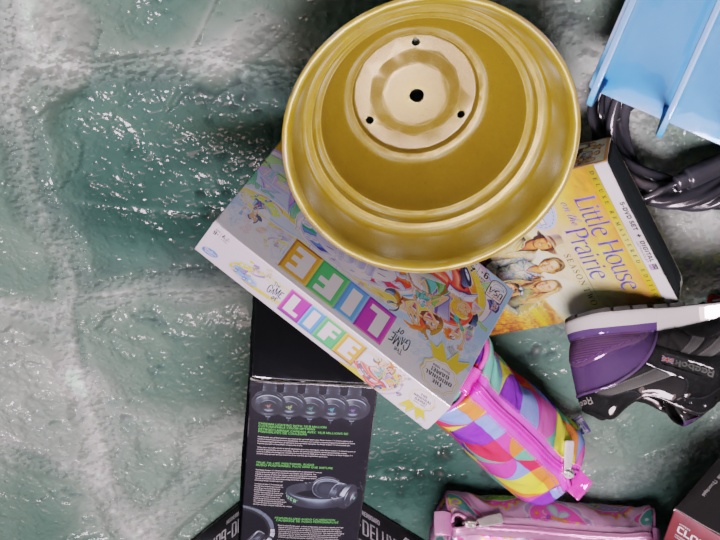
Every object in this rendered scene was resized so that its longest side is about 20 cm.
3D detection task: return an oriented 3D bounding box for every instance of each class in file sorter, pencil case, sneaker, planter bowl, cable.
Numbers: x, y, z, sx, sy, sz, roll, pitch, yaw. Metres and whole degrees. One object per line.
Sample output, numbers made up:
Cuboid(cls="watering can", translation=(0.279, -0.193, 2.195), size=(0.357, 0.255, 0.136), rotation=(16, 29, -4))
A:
Cuboid(cls="file sorter", translation=(0.255, -0.129, 1.023), size=(0.199, 0.123, 0.139), rotation=(24, 110, 6))
Cuboid(cls="pencil case", translation=(0.108, 0.114, 1.292), size=(0.088, 0.089, 0.200), rotation=(-27, 139, 21))
Cuboid(cls="sneaker", translation=(0.251, 0.069, 1.207), size=(0.199, 0.088, 0.076), rotation=(-5, 169, -2))
Cuboid(cls="pencil case", translation=(0.156, 0.236, 1.418), size=(0.199, 0.088, 0.088), rotation=(6, 130, -4))
Cuboid(cls="planter bowl", translation=(0.043, -0.105, 1.121), size=(0.199, 0.084, 0.201), rotation=(-3, 119, -5))
Cuboid(cls="cable", translation=(0.254, -0.112, 1.157), size=(0.200, 0.051, 0.163), rotation=(-36, 127, 23))

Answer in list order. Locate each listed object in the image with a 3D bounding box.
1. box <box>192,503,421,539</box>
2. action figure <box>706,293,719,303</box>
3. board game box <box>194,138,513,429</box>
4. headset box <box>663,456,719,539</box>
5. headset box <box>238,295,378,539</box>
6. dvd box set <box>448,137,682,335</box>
Cuboid(cls="box", translation=(-0.036, 0.271, 1.470), size=(0.200, 0.050, 0.158), rotation=(35, 122, -26))
Cuboid(cls="action figure", translation=(0.372, 0.049, 1.289), size=(0.199, 0.052, 0.066), rotation=(16, 123, -16))
Cuboid(cls="board game box", translation=(0.000, 0.000, 1.145), size=(0.200, 0.135, 0.034), rotation=(38, 134, -4))
Cuboid(cls="headset box", translation=(0.305, 0.227, 1.363), size=(0.077, 0.149, 0.201), rotation=(29, 135, 24))
Cuboid(cls="headset box", translation=(-0.039, 0.086, 1.232), size=(0.092, 0.175, 0.201), rotation=(4, 131, -4))
Cuboid(cls="dvd box set", translation=(0.117, -0.016, 1.211), size=(0.199, 0.029, 0.147), rotation=(-11, 131, 28))
